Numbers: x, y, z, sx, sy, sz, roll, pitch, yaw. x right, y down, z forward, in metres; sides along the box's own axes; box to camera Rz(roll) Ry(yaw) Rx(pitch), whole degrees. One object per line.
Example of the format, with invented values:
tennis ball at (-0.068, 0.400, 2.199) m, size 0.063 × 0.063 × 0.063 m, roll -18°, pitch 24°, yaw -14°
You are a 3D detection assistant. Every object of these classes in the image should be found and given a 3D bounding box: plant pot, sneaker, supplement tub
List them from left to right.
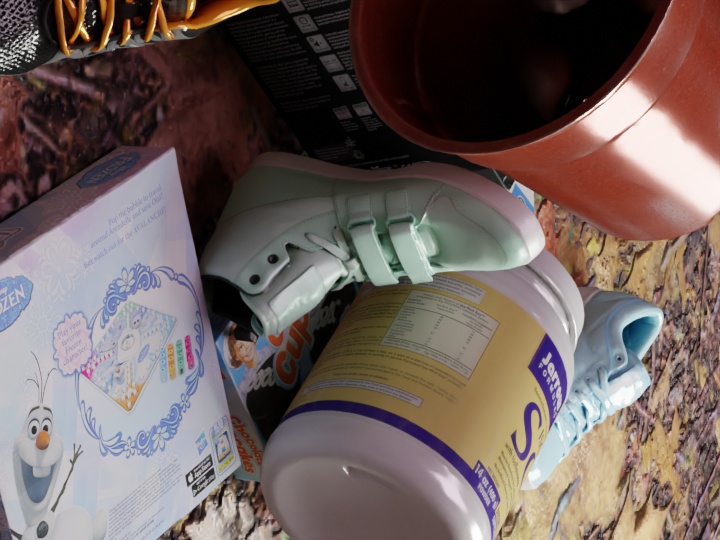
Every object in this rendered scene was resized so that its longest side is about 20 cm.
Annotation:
sneaker at (-0.123, -0.146, 1.202) m, size 0.200 × 0.077 × 0.078 m, roll -26°, pitch 131°, yaw -29°
sneaker at (0.000, 0.000, 1.315) m, size 0.118 × 0.200 × 0.074 m, roll -60°, pitch 141°, yaw -32°
supplement tub at (0.042, 0.079, 1.410) m, size 0.200 × 0.145 × 0.146 m, roll -58°, pitch 140°, yaw -37°
sneaker at (0.171, 0.085, 1.763) m, size 0.200 × 0.082 × 0.074 m, roll -61°, pitch 140°, yaw -36°
plant pot at (0.128, -0.119, 1.292) m, size 0.195 × 0.200 × 0.201 m, roll 34°, pitch 65°, yaw -51°

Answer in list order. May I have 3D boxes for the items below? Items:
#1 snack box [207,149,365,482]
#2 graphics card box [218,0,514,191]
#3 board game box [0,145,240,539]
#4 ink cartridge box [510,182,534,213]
snack box at (-0.038, 0.020, 1.445) m, size 0.200 × 0.037 × 0.116 m, roll -57°, pitch 138°, yaw -39°
graphics card box at (0.001, -0.123, 1.372) m, size 0.200 × 0.125 × 0.051 m, roll 55°, pitch 45°, yaw -29°
board game box at (-0.150, 0.061, 1.255) m, size 0.200 × 0.043 × 0.200 m, roll -39°, pitch 127°, yaw -51°
ink cartridge box at (0.063, -0.112, 1.545) m, size 0.116 × 0.067 × 0.200 m, roll 44°, pitch 40°, yaw -53°
